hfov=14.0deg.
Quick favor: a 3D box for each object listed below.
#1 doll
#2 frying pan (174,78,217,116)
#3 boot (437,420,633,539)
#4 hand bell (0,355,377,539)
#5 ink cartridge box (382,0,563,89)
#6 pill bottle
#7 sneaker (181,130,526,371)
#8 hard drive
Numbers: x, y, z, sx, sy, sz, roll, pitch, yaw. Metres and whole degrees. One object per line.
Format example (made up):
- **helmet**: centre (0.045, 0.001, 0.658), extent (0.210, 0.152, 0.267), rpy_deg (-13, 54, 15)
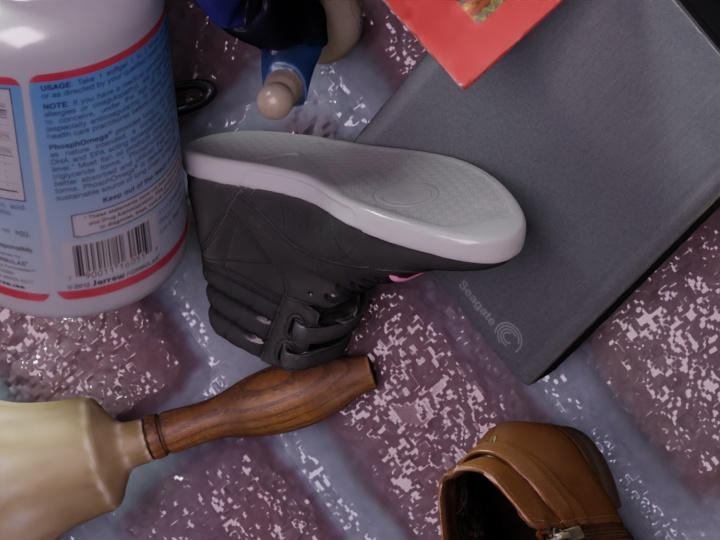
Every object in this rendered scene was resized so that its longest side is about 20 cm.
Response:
- **doll**: centre (-0.051, -0.130, 1.290), extent (0.048, 0.200, 0.137), rpy_deg (-24, 70, 15)
- **frying pan**: centre (-0.167, -0.048, 1.423), extent (0.190, 0.031, 0.115), rpy_deg (10, 97, 21)
- **boot**: centre (0.104, 0.156, 1.271), extent (0.077, 0.155, 0.200), rpy_deg (-24, 85, 17)
- **hand bell**: centre (-0.089, 0.076, 1.384), extent (0.200, 0.104, 0.104), rpy_deg (-16, 87, 5)
- **ink cartridge box**: centre (0.054, -0.204, 1.215), extent (0.200, 0.044, 0.174), rpy_deg (-42, 77, 2)
- **pill bottle**: centre (-0.137, -0.087, 1.309), extent (0.109, 0.109, 0.200), rpy_deg (10, 128, 18)
- **sneaker**: centre (0.000, 0.000, 1.322), extent (0.200, 0.071, 0.099), rpy_deg (14, 116, 43)
- **hard drive**: centre (0.090, -0.060, 1.289), extent (0.140, 0.033, 0.200), rpy_deg (51, 132, 11)
